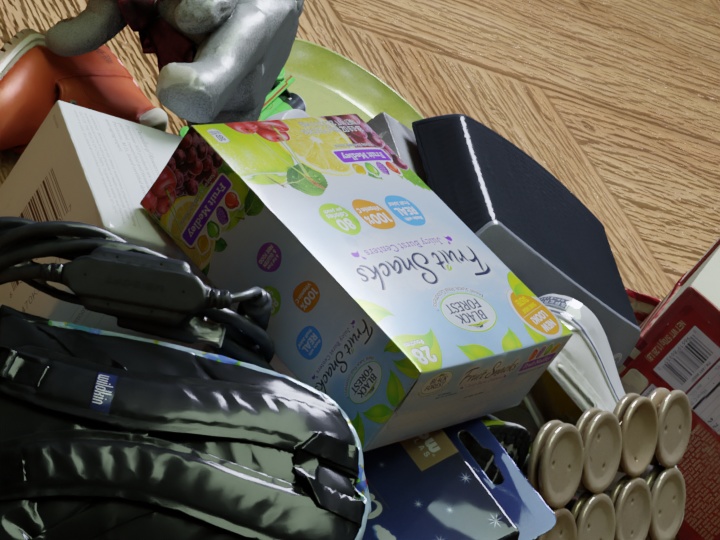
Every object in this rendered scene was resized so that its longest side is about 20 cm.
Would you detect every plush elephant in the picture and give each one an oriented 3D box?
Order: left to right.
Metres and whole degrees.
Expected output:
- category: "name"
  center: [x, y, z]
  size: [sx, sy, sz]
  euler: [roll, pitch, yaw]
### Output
- category: "plush elephant"
  center: [-0.125, -0.167, 1.436]
  size: [0.154, 0.201, 0.165]
  euler: [25, -19, 9]

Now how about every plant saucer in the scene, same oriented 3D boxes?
- category: "plant saucer"
  center: [-0.011, -0.103, 1.735]
  size: [0.199, 0.031, 0.200]
  euler: [30, 27, -17]

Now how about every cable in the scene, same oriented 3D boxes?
- category: "cable"
  center: [-0.141, 0.031, 1.222]
  size: [0.199, 0.163, 0.051]
  euler: [7, 63, 7]

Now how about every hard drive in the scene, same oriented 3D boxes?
- category: "hard drive"
  center: [0.117, -0.021, 1.529]
  size: [0.200, 0.042, 0.135]
  euler: [34, 31, -43]

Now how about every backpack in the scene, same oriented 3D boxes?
- category: "backpack"
  center: [-0.094, 0.114, 1.148]
  size: [0.199, 0.154, 0.164]
  euler: [-1, 53, 2]

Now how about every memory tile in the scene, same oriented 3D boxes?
- category: "memory tile"
  center: [0.149, 0.154, 1.367]
  size: [0.017, 0.154, 0.200]
  euler: [8, 9, 33]

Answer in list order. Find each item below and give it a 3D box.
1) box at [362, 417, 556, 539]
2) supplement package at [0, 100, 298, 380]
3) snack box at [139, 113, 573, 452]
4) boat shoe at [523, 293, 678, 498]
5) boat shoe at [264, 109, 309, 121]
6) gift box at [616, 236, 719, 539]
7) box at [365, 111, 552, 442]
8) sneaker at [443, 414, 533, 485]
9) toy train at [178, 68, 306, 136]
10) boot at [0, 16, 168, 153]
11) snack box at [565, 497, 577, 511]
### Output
- category: "box"
  center: [0.000, 0.136, 1.245]
  size: [0.199, 0.032, 0.121]
  euler: [-27, 62, -22]
- category: "supplement package"
  center: [-0.113, -0.001, 1.351]
  size: [0.199, 0.117, 0.118]
  euler: [14, 34, -38]
- category: "snack box"
  center: [0.000, 0.000, 1.279]
  size: [0.200, 0.068, 0.168]
  euler: [47, 29, 20]
- category: "boat shoe"
  center: [0.147, 0.113, 1.443]
  size: [0.070, 0.071, 0.201]
  euler: [-52, 128, -39]
- category: "boat shoe"
  center: [-0.049, -0.059, 1.514]
  size: [0.200, 0.065, 0.072]
  euler: [21, 59, -77]
- category: "gift box"
  center: [0.268, 0.070, 1.639]
  size: [0.200, 0.185, 0.187]
  euler: [47, 29, 3]
- category: "box"
  center: [0.070, 0.007, 1.515]
  size: [0.158, 0.048, 0.201]
  euler: [28, 35, -49]
- category: "sneaker"
  center: [0.058, 0.117, 1.394]
  size: [0.081, 0.074, 0.200]
  euler: [28, -6, 12]
- category: "toy train"
  center: [-0.092, -0.092, 1.578]
  size: [0.056, 0.042, 0.200]
  euler: [46, 36, -3]
- category: "boot"
  center: [-0.194, -0.101, 1.461]
  size: [0.107, 0.075, 0.200]
  euler: [45, 26, 3]
- category: "snack box"
  center: [0.146, 0.212, 1.438]
  size: [0.072, 0.024, 0.200]
  euler: [37, 26, -6]
